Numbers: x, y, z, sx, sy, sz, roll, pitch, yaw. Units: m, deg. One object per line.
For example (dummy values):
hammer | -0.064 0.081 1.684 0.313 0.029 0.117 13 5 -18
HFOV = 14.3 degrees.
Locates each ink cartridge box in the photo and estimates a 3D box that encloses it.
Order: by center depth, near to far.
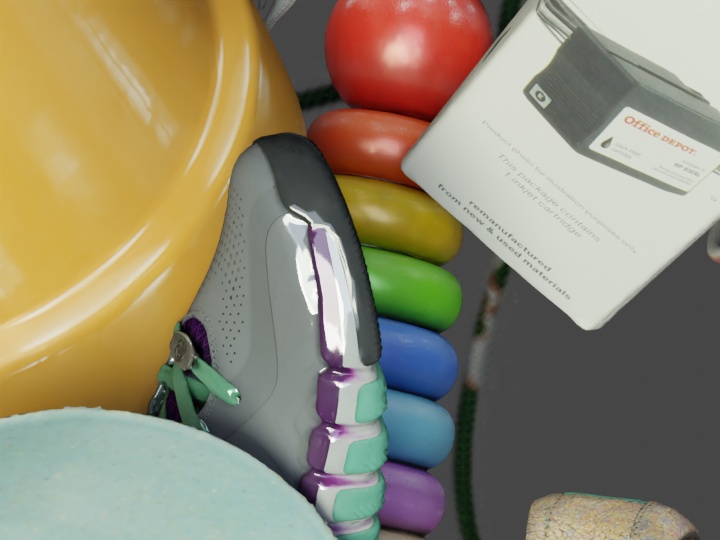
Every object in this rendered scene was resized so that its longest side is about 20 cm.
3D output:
ink cartridge box | 0.112 -0.090 0.823 0.084 0.200 0.145 40 60 -1

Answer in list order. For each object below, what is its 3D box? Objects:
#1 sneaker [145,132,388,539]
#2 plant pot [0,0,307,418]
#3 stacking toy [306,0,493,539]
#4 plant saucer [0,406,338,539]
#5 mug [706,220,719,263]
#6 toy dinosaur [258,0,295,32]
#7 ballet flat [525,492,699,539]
sneaker | -0.042 0.061 0.793 0.087 0.074 0.200 -7 115 -15
plant pot | -0.134 -0.066 0.809 0.200 0.183 0.200 -8 54 12
stacking toy | 0.000 0.000 0.905 0.085 0.085 0.200 10 85 -1
plant saucer | -0.088 0.130 0.750 0.201 0.039 0.201 -6 103 -27
mug | 0.236 -0.016 0.871 0.200 0.133 0.178 35 125 -4
toy dinosaur | 0.034 -0.135 0.844 0.077 0.200 0.102 -44 121 -38
ballet flat | 0.039 0.157 0.842 0.067 0.068 0.200 22 83 19
